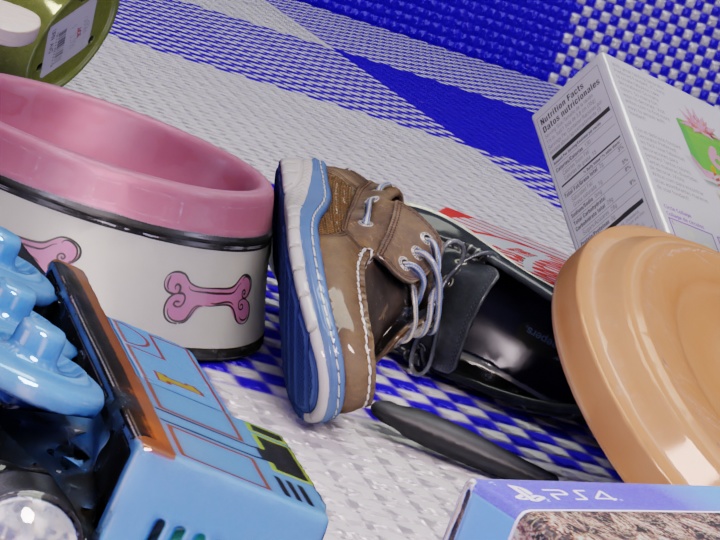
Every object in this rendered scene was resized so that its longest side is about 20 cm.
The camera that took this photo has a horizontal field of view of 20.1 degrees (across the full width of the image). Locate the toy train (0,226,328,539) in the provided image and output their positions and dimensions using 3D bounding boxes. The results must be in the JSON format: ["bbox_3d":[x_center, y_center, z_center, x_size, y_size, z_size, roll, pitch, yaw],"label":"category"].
[{"bbox_3d":[-0.085,0.053,0.586,0.114,0.087,0.200,25,6,-20],"label":"toy train"}]

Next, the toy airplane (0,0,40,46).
[{"bbox_3d":[-0.310,-0.182,1.165,0.199,0.142,0.200,27,13,31],"label":"toy airplane"}]

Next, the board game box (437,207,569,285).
[{"bbox_3d":[0.116,0.028,1.125,0.199,0.046,0.151,22,12,9],"label":"board game box"}]

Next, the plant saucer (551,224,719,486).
[{"bbox_3d":[0.164,0.060,0.851,0.200,0.032,0.201,30,34,-23],"label":"plant saucer"}]

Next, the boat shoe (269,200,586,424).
[{"bbox_3d":[0.047,0.018,0.998,0.199,0.075,0.062,26,5,5],"label":"boat shoe"}]

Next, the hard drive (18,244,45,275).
[{"bbox_3d":[-0.201,-0.001,0.735,0.199,0.042,0.135,14,12,-27],"label":"hard drive"}]

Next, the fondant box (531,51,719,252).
[{"bbox_3d":[0.177,0.000,1.018,0.144,0.058,0.201,20,42,-36],"label":"fondant box"}]

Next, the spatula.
[{"bbox_3d":[0.098,0.090,0.862,0.199,0.021,0.057,17,-1,-3],"label":"spatula"}]

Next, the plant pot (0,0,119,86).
[{"bbox_3d":[-0.266,-0.210,1.359,0.200,0.187,0.187,38,15,12],"label":"plant pot"}]

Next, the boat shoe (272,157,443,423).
[{"bbox_3d":[0.000,0.000,0.897,0.072,0.073,0.200,0,28,-5],"label":"boat shoe"}]

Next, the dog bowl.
[{"bbox_3d":[-0.128,-0.031,0.928,0.199,0.074,0.200,19,10,-4],"label":"dog bowl"}]

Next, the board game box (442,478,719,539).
[{"bbox_3d":[0.127,0.138,0.488,0.159,0.097,0.200,8,17,-47],"label":"board game box"}]
